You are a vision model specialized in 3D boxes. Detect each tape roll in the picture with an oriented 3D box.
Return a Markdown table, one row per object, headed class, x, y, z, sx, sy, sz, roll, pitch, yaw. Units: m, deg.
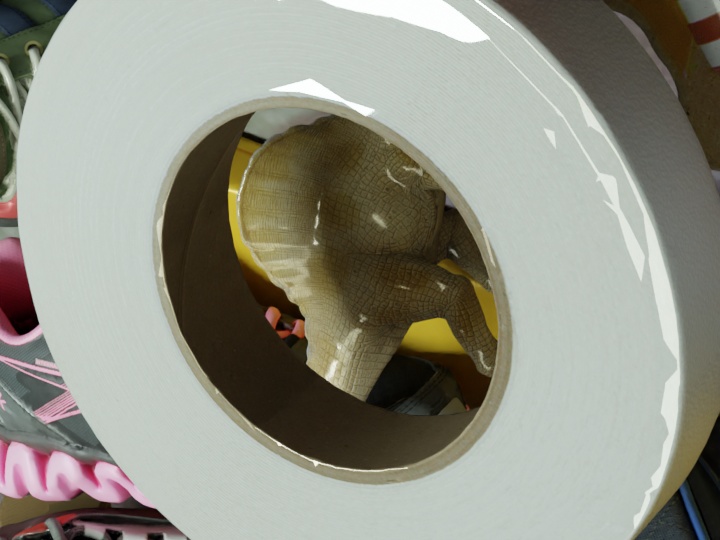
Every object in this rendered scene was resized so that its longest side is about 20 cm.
| class | x | y | z | sx | sy | sz | roll | pitch | yaw |
| --- | --- | --- | --- | --- | --- | --- | --- | --- | --- |
| tape roll | 0.000 | 0.000 | 0.713 | 0.202 | 0.037 | 0.204 | 14 | 119 | 27 |

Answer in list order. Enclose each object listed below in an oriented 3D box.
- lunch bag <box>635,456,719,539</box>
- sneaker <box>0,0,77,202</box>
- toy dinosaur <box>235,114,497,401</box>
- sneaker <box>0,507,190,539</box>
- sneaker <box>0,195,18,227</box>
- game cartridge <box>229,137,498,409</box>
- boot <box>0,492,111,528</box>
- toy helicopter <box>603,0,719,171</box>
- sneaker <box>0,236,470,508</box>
| class | x | y | z | sx | sy | sz | roll | pitch | yaw |
| --- | --- | --- | --- | --- | --- | --- | --- | --- | --- |
| lunch bag | 0.043 | 0.137 | 0.843 | 0.199 | 0.136 | 0.132 | -31 | 133 | 12 |
| sneaker | -0.105 | -0.043 | 0.788 | 0.199 | 0.090 | 0.067 | -12 | 117 | 4 |
| toy dinosaur | 0.011 | -0.003 | 0.814 | 0.101 | 0.058 | 0.201 | 7 | 109 | 0 |
| sneaker | -0.081 | 0.114 | 0.926 | 0.199 | 0.077 | 0.082 | -12 | 160 | 12 |
| sneaker | -0.166 | -0.098 | 0.873 | 0.200 | 0.071 | 0.098 | 31 | 138 | 12 |
| game cartridge | 0.004 | 0.047 | 0.937 | 0.176 | 0.032 | 0.201 | 21 | 139 | 19 |
| boot | -0.048 | 0.155 | 1.032 | 0.201 | 0.071 | 0.144 | 28 | 155 | 20 |
| toy helicopter | 0.078 | -0.089 | 0.677 | 0.199 | 0.079 | 0.133 | 9 | 122 | 22 |
| sneaker | -0.057 | 0.029 | 0.890 | 0.199 | 0.079 | 0.096 | 3 | 118 | 33 |
